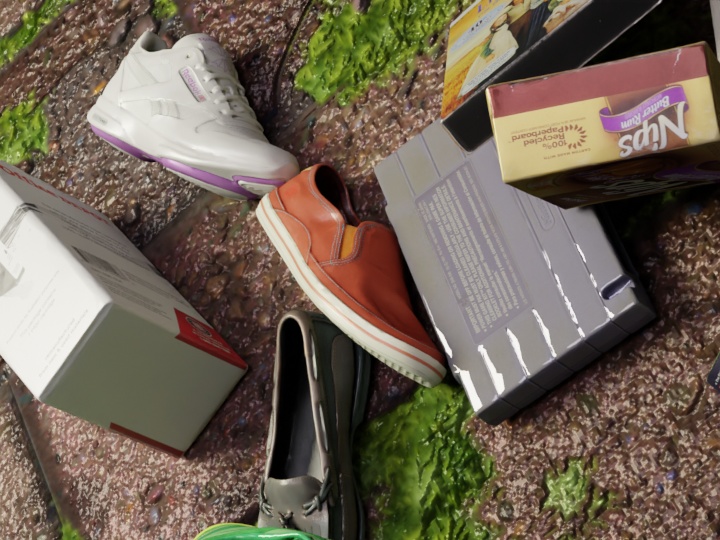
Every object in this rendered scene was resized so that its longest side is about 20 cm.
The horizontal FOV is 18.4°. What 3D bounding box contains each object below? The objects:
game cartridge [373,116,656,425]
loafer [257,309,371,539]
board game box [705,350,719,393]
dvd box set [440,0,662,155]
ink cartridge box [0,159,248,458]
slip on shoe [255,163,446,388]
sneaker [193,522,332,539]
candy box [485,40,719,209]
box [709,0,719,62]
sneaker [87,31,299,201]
[{"bbox_3d":[0.090,-0.018,1.363,0.129,0.038,0.201,-38,52,24],"label":"game cartridge"},{"bbox_3d":[-0.038,0.122,1.380,0.072,0.063,0.201,-10,65,34],"label":"loafer"},{"bbox_3d":[0.269,0.005,1.158,0.200,0.061,0.201,46,128,34],"label":"board game box"},{"bbox_3d":[0.112,-0.154,1.328,0.146,0.029,0.200,-38,15,18],"label":"dvd box set"},{"bbox_3d":[-0.191,0.021,1.487,0.084,0.144,0.200,-52,49,7],"label":"ink cartridge box"},{"bbox_3d":[0.000,0.000,1.401,0.061,0.074,0.200,-45,46,9],"label":"slip on shoe"},{"bbox_3d":[-0.013,0.190,1.294,0.199,0.084,0.075,5,87,12],"label":"sneaker"},{"bbox_3d":[0.146,-0.075,1.214,0.116,0.200,0.057,-10,84,13],"label":"candy box"},{"bbox_3d":[0.250,-0.202,1.285,0.095,0.078,0.201,-18,61,31],"label":"box"},{"bbox_3d":[-0.109,-0.111,1.526,0.200,0.075,0.100,26,89,41],"label":"sneaker"}]
